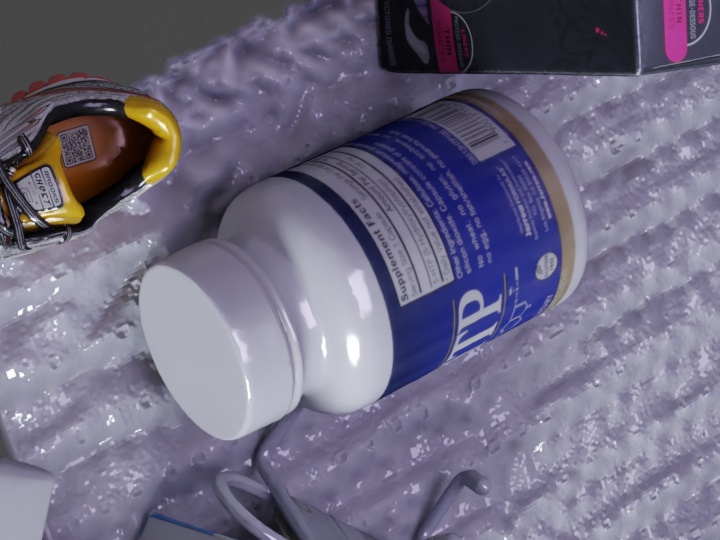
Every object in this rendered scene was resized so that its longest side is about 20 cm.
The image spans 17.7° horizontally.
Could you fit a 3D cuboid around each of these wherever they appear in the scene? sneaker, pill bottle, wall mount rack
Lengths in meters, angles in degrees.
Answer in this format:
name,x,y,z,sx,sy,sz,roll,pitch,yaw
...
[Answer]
name,x,y,z,sx,sy,sz,roll,pitch,yaw
sneaker,-0.167,-0.038,1.016,0.200,0.082,0.078,-29,110,-29
pill bottle,0.000,0.000,1.112,0.200,0.120,0.120,-26,108,-29
wall mount rack,0.033,0.134,1.114,0.200,0.174,0.075,30,101,-33

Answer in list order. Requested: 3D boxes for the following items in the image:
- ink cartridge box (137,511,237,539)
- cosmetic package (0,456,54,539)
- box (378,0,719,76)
name,x,y,z,sx,sy,sz,roll,pitch,yaw
ink cartridge box,-0.013,0.192,1.123,0.200,0.115,0.068,32,77,-33
cosmetic package,-0.248,0.153,0.904,0.165,0.165,0.201,18,81,-49
box,0.104,-0.158,1.121,0.106,0.200,0.123,-10,99,-34
